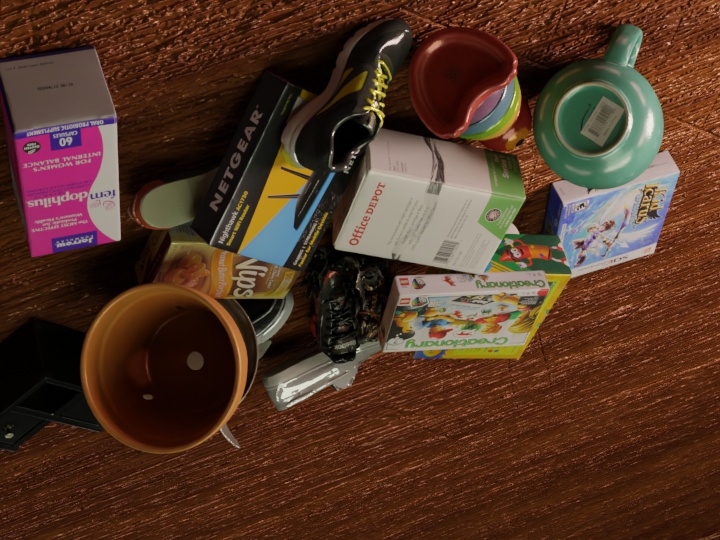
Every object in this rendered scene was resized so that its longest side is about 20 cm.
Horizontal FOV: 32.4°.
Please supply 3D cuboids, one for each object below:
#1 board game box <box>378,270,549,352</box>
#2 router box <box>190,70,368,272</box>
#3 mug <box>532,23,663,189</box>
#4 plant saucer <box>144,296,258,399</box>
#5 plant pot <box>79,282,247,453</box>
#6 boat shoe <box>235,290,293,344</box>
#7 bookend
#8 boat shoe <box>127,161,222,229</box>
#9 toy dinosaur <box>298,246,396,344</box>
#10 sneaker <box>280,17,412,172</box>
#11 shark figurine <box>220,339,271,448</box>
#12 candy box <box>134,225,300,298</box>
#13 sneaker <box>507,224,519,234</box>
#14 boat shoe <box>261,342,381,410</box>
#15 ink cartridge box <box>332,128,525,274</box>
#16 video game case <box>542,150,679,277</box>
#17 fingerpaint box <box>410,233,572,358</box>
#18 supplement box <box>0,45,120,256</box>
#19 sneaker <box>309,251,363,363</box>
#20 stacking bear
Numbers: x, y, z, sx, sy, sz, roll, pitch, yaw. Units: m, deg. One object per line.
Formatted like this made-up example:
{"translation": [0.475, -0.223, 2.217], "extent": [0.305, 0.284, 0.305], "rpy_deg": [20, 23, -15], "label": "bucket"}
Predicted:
{"translation": [0.131, 0.053, 1.597], "extent": [0.199, 0.035, 0.126], "rpy_deg": [-2, 143, -13], "label": "board game box"}
{"translation": [-0.085, -0.108, 1.402], "extent": [0.149, 0.051, 0.201], "rpy_deg": [16, 105, -44], "label": "router box"}
{"translation": [0.278, -0.190, 1.474], "extent": [0.152, 0.186, 0.114], "rpy_deg": [-15, 178, 17], "label": "mug"}
{"translation": [-0.233, 0.107, 1.614], "extent": [0.200, 0.201, 0.032], "rpy_deg": [-20, -170, -3], "label": "plant saucer"}
{"translation": [-0.222, 0.116, 1.513], "extent": [0.200, 0.201, 0.140], "rpy_deg": [-28, 173, 9], "label": "plant pot"}
{"translation": [-0.186, 0.071, 1.662], "extent": [0.199, 0.072, 0.068], "rpy_deg": [-24, 148, 15], "label": "boat shoe"}
{"translation": [-0.415, 0.176, 1.648], "extent": [0.200, 0.092, 0.199], "rpy_deg": [-36, 146, 21], "label": "bookend"}
{"translation": [-0.172, -0.088, 1.441], "extent": [0.199, 0.071, 0.063], "rpy_deg": [-16, -173, -27], "label": "boat shoe"}
{"translation": [0.000, 0.000, 1.617], "extent": [0.102, 0.201, 0.136], "rpy_deg": [-9, -174, 42], "label": "toy dinosaur"}
{"translation": [0.003, -0.181, 1.334], "extent": [0.200, 0.085, 0.074], "rpy_deg": [-55, 136, -5], "label": "sneaker"}
{"translation": [-0.207, 0.187, 1.800], "extent": [0.128, 0.090, 0.215], "rpy_deg": [-4, 141, -24], "label": "shark figurine"}
{"translation": [-0.168, -0.018, 1.550], "extent": [0.199, 0.055, 0.116], "rpy_deg": [1, 143, -31], "label": "candy box"}
{"translation": [0.139, -0.049, 1.666], "extent": [0.199, 0.073, 0.085], "rpy_deg": [-4, 154, -25], "label": "sneaker"}
{"translation": [-0.043, 0.145, 1.814], "extent": [0.199, 0.069, 0.072], "rpy_deg": [-25, -168, -20], "label": "boat shoe"}
{"translation": [0.078, -0.083, 1.504], "extent": [0.199, 0.085, 0.146], "rpy_deg": [11, 137, -15], "label": "ink cartridge box"}
{"translation": [0.356, -0.073, 1.799], "extent": [0.181, 0.046, 0.200], "rpy_deg": [-17, 147, -11], "label": "video game case"}
{"translation": [0.167, 0.036, 1.678], "extent": [0.166, 0.074, 0.200], "rpy_deg": [1, 143, -17], "label": "fingerpaint box"}
{"translation": [-0.308, -0.119, 1.277], "extent": [0.101, 0.104, 0.200], "rpy_deg": [-12, 148, -17], "label": "supplement box"}
{"translation": [-0.030, 0.058, 1.706], "extent": [0.071, 0.098, 0.201], "rpy_deg": [-14, 144, -11], "label": "sneaker"}
{"translation": [0.140, -0.196, 1.432], "extent": [0.121, 0.114, 0.200], "rpy_deg": [-46, 154, 10], "label": "stacking bear"}
